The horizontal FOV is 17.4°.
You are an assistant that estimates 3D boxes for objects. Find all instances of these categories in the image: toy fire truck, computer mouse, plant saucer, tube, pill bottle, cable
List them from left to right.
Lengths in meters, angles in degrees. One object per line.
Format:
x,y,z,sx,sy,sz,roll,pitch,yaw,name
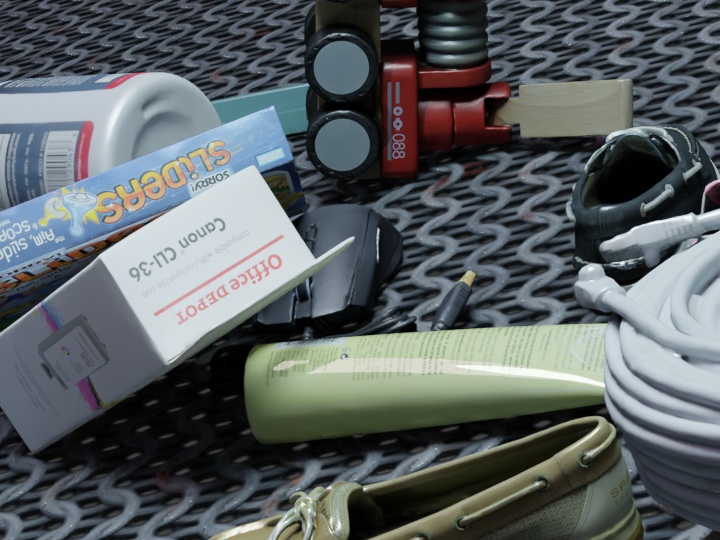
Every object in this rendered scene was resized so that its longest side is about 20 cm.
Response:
-0.194,-0.065,1.509,0.200,0.120,0.120,2,28,38,pill bottle
-0.039,-0.117,1.667,0.200,0.019,0.070,-8,23,17,plant saucer
0.000,0.000,1.308,0.140,0.046,0.200,-9,22,22,computer mouse
0.044,0.054,1.153,0.200,0.052,0.058,-7,64,14,tube
0.064,-0.143,1.467,0.200,0.176,0.129,-1,21,-1,toy fire truck
0.182,0.028,0.800,0.200,0.069,0.200,-14,20,2,cable

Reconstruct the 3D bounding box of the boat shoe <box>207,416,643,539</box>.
0.018,0.107,1.008,0.200,0.063,0.073,-9,22,17,boat shoe

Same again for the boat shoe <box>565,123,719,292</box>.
0.157,-0.047,1.293,0.075,0.060,0.200,-11,22,15,boat shoe

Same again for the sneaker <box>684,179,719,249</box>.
0.198,-0.019,1.162,0.070,0.082,0.200,-12,21,17,sneaker

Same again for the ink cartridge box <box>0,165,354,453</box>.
-0.104,0.015,1.213,0.116,0.068,0.200,-34,2,-40,ink cartridge box

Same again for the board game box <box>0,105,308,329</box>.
-0.131,-0.026,1.319,0.200,0.035,0.135,-21,-10,-1,board game box

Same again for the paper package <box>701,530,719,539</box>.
0.236,0.115,0.778,0.191,0.104,0.200,-32,25,-34,paper package
